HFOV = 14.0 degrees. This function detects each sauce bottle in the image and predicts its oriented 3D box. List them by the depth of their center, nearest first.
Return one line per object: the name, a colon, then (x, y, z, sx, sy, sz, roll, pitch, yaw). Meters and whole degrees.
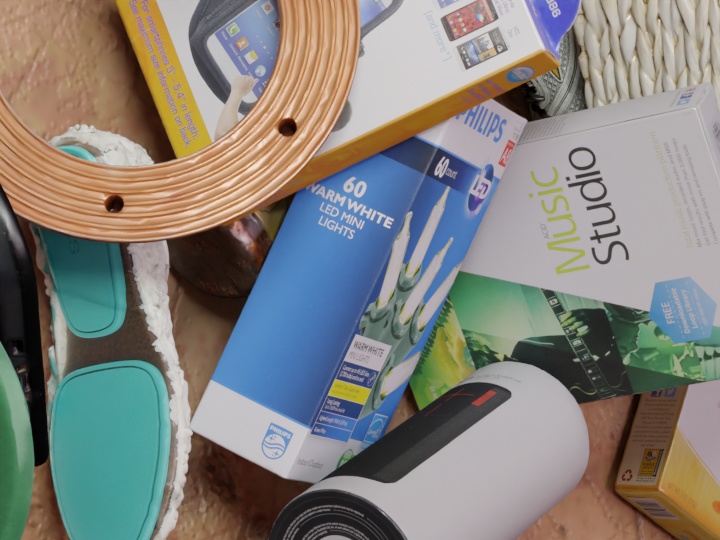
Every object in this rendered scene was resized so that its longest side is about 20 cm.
sauce bottle: (-0.023, -0.070, 1.430, 0.200, 0.066, 0.066, -52, 123, -36)

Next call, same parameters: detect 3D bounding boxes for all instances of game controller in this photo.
game controller: (-0.158, 0.005, 1.205, 0.042, 0.104, 0.200, -31, 157, -19)

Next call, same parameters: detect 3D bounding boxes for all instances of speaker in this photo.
speaker: (0.037, 0.110, 1.400, 0.200, 0.081, 0.081, -30, 111, -58)

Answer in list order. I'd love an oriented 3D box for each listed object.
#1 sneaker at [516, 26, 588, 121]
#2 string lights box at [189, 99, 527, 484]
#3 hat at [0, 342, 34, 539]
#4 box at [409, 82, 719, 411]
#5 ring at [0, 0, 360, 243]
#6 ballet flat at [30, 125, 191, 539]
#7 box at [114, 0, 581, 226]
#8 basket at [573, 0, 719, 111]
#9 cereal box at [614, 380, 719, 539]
sneaker: (0.084, -0.129, 1.546, 0.082, 0.078, 0.201, -23, 108, -20)
string lights box: (0.000, 0.000, 1.386, 0.200, 0.059, 0.103, -65, 159, 2)
hat: (-0.180, 0.075, 1.245, 0.200, 0.166, 0.176, -56, 165, 19)
box: (0.101, -0.004, 1.458, 0.036, 0.199, 0.145, -50, 124, -56)
ring: (-0.100, -0.105, 1.291, 0.019, 0.200, 0.201, 91, 15, -72)
ballet flat: (-0.105, 0.033, 1.328, 0.072, 0.072, 0.201, -7, 93, -46)
box: (-0.002, -0.116, 1.326, 0.119, 0.200, 0.041, 67, 13, 13)
basket: (0.229, -0.094, 1.513, 0.200, 0.161, 0.199, -29, 118, -43)
cereal box: (0.225, 0.067, 1.696, 0.144, 0.039, 0.200, 36, 64, -39)
